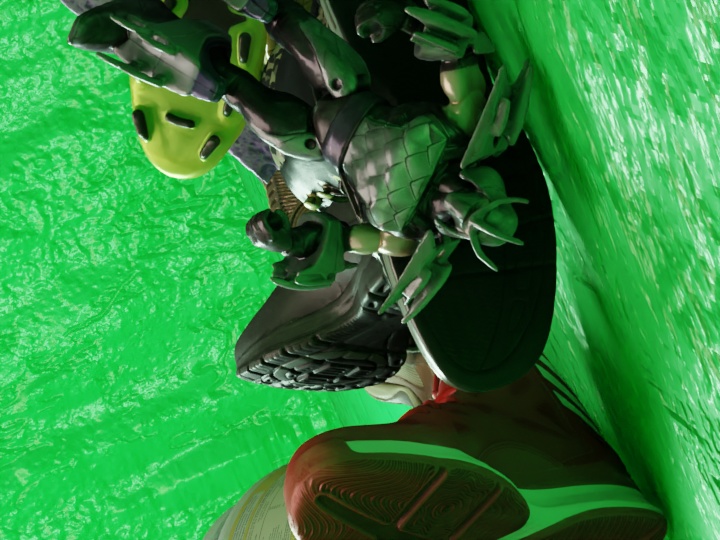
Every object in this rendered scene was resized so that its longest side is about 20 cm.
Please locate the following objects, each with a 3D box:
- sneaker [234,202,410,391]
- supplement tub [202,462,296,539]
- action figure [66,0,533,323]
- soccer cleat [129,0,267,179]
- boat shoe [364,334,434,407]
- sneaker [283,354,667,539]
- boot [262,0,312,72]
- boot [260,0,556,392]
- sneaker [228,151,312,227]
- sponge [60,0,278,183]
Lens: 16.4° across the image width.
[{"bbox_3d":[0.000,0.000,1.283,0.200,0.076,0.091,-36,52,44],"label":"sneaker"},{"bbox_3d":[0.012,0.158,1.272,0.200,0.145,0.145,-23,90,55],"label":"supplement tub"},{"bbox_3d":[-0.014,-0.062,0.969,0.200,0.130,0.069,37,-167,24],"label":"action figure"},{"bbox_3d":[-0.064,-0.142,1.167,0.084,0.065,0.200,-34,-48,-71],"label":"soccer cleat"},{"bbox_3d":[0.042,0.035,1.363,0.200,0.076,0.074,-148,40,-68],"label":"boat shoe"},{"bbox_3d":[0.031,0.074,1.049,0.200,0.078,0.116,19,-148,-43],"label":"sneaker"},{"bbox_3d":[-0.056,-0.167,1.300,0.155,0.073,0.200,50,175,22],"label":"boot"},{"bbox_3d":[0.016,-0.038,1.075,0.154,0.073,0.204,140,114,-72],"label":"boot"},{"bbox_3d":[-0.008,-0.039,1.419,0.108,0.070,0.200,36,-168,-44],"label":"sneaker"},{"bbox_3d":[-0.112,-0.135,1.324,0.200,0.030,0.112,42,-166,-11],"label":"sponge"}]
